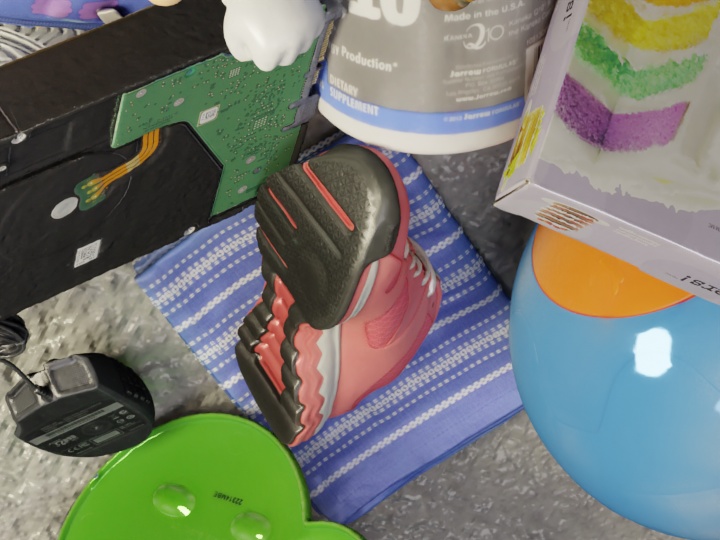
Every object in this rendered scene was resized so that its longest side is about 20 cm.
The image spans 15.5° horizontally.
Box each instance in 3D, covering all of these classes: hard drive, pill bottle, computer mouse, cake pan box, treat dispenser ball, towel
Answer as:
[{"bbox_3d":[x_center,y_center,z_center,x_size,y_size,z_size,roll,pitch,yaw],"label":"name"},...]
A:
[{"bbox_3d":[-0.107,-0.050,1.101,0.200,0.038,0.140,-25,155,-27],"label":"hard drive"},{"bbox_3d":[0.032,-0.160,1.114,0.114,0.114,0.200,-8,125,-11],"label":"pill bottle"},{"bbox_3d":[-0.154,0.042,1.212,0.059,0.034,0.200,-22,153,14],"label":"computer mouse"},{"bbox_3d":[0.175,-0.077,1.116,0.200,0.052,0.184,24,76,-12],"label":"cake pan box"},{"bbox_3d":[0.169,0.027,1.229,0.201,0.201,0.201,-8,125,-11],"label":"treat dispenser ball"},{"bbox_3d":[-0.003,0.030,1.291,0.145,0.024,0.200,-32,126,5],"label":"towel"}]

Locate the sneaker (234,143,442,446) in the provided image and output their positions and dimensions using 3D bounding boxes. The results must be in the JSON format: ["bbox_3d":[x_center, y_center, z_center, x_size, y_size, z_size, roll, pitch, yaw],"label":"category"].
[{"bbox_3d":[0.000,0.000,1.206,0.087,0.074,0.200,-22,154,-25],"label":"sneaker"}]

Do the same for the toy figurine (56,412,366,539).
[{"bbox_3d":[-0.025,0.181,1.309,0.184,0.200,0.150,42,68,-47],"label":"toy figurine"}]

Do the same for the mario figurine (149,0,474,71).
[{"bbox_3d":[-0.040,-0.130,1.021,0.200,0.123,0.106,7,93,21],"label":"mario figurine"}]

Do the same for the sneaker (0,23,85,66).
[{"bbox_3d":[-0.191,-0.036,1.156,0.199,0.080,0.130,-16,129,-7],"label":"sneaker"}]

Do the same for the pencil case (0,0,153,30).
[{"bbox_3d":[-0.159,-0.137,1.093,0.200,0.087,0.078,4,156,-18],"label":"pencil case"}]
